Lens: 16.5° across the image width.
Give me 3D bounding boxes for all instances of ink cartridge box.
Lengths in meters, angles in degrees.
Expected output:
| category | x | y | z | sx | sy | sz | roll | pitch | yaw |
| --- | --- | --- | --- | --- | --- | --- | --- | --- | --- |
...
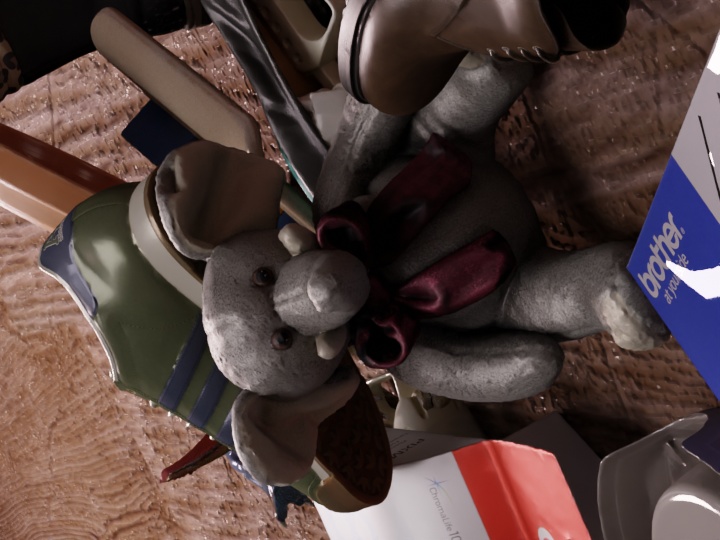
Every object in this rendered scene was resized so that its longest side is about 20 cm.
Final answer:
| category | x | y | z | sx | sy | sz | roll | pitch | yaw |
| --- | --- | --- | --- | --- | --- | --- | --- | --- | --- |
| ink cartridge box | 0.057 | 0.159 | 1.190 | 0.200 | 0.047 | 0.160 | 1 | 116 | 65 |
| ink cartridge box | 0.151 | -0.019 | 0.857 | 0.094 | 0.044 | 0.200 | 57 | 161 | 21 |

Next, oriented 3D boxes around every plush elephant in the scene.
| category | x | y | z | sx | sy | sz | roll | pitch | yaw |
| --- | --- | --- | --- | --- | --- | --- | --- | --- | --- |
| plush elephant | 0.000 | 0.000 | 1.054 | 0.200 | 0.155 | 0.165 | -26 | 91 | 55 |

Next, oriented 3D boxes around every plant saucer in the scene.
| category | x | y | z | sx | sy | sz | roll | pitch | yaw |
| --- | --- | --- | --- | --- | --- | --- | --- | --- | --- |
| plant saucer | -0.145 | -0.034 | 1.331 | 0.200 | 0.032 | 0.200 | 27 | -177 | -2 |

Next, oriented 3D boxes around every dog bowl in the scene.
| category | x | y | z | sx | sy | sz | roll | pitch | yaw |
| --- | --- | --- | --- | --- | --- | --- | --- | --- | --- |
| dog bowl | 0.176 | 0.140 | 0.996 | 0.200 | 0.059 | 0.200 | 52 | 159 | 29 |

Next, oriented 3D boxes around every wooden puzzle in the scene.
| category | x | y | z | sx | sy | sz | roll | pitch | yaw |
| --- | --- | --- | --- | --- | --- | --- | --- | --- | --- |
| wooden puzzle | -0.055 | -0.034 | 1.296 | 0.200 | 0.046 | 0.185 | 48 | 175 | -40 |

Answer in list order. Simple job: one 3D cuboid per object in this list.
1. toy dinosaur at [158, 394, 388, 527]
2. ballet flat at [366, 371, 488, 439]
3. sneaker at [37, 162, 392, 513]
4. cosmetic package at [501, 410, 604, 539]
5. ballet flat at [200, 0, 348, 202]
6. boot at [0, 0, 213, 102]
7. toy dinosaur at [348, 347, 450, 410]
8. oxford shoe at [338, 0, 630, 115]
| category | x | y | z | sx | sy | sz | roll | pitch | yaw |
| --- | --- | --- | --- | --- | --- | --- | --- | --- | --- |
| toy dinosaur | -0.062 | 0.043 | 1.348 | 0.181 | 0.105 | 0.200 | 46 | -167 | 36 |
| ballet flat | 0.027 | 0.091 | 1.338 | 0.200 | 0.068 | 0.075 | -163 | 69 | -67 |
| sneaker | -0.070 | 0.038 | 1.144 | 0.090 | 0.067 | 0.200 | -17 | 123 | 32 |
| cosmetic package | 0.134 | 0.186 | 1.194 | 0.200 | 0.052 | 0.151 | 48 | 155 | 36 |
| ballet flat | -0.019 | -0.095 | 1.175 | 0.200 | 0.068 | 0.068 | 56 | 144 | 2 |
| boot | -0.190 | -0.180 | 1.374 | 0.204 | 0.154 | 0.074 | 50 | 158 | 34 |
| toy dinosaur | -0.031 | 0.017 | 1.223 | 0.200 | 0.101 | 0.058 | 39 | -148 | -48 |
| oxford shoe | 0.051 | -0.102 | 0.920 | 0.084 | 0.073 | 0.200 | 54 | 147 | 8 |
